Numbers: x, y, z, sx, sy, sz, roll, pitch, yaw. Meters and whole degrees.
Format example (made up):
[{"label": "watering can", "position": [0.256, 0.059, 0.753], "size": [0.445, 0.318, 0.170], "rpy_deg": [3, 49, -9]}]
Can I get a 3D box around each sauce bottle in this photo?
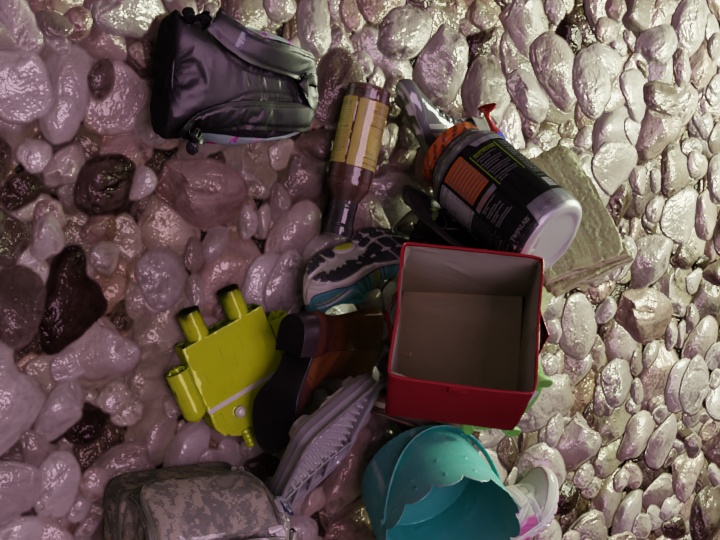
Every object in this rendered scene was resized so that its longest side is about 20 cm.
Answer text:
[{"label": "sauce bottle", "position": [-0.010, -0.144, 1.512], "size": [0.064, 0.064, 0.204], "rpy_deg": [15, 89, -30]}]

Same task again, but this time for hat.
[{"label": "hat", "position": [0.119, -0.025, 1.523], "size": [0.199, 0.201, 0.081], "rpy_deg": [27, 108, -30]}]

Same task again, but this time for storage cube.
[{"label": "storage cube", "position": [0.126, 0.086, 1.412], "size": [0.196, 0.180, 0.174], "rpy_deg": [7, 69, 2]}]

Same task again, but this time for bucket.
[{"label": "bucket", "position": [0.103, 0.319, 1.549], "size": [0.204, 0.135, 0.210], "rpy_deg": [-11, 123, -17]}]

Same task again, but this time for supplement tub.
[{"label": "supplement tub", "position": [0.177, -0.095, 1.470], "size": [0.122, 0.200, 0.124], "rpy_deg": [-31, 148, -22]}]

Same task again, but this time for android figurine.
[{"label": "android figurine", "position": [-0.158, 0.127, 1.466], "size": [0.180, 0.041, 0.203], "rpy_deg": [-27, 106, -26]}]

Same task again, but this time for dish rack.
[{"label": "dish rack", "position": [-0.054, 0.219, 1.461], "size": [0.043, 0.201, 0.171], "rpy_deg": [41, 46, 15]}]

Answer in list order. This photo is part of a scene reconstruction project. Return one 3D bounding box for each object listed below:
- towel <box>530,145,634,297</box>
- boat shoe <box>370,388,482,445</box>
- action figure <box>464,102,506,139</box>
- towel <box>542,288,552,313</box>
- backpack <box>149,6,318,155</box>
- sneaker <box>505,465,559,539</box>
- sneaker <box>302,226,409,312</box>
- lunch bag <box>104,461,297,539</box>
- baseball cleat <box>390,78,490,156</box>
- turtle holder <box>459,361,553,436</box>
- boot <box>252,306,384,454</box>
[{"label": "towel", "position": [0.268, -0.070, 1.559], "size": [0.146, 0.037, 0.202], "rpy_deg": [-19, 69, -20]}, {"label": "boat shoe", "position": [0.090, 0.221, 1.603], "size": [0.200, 0.074, 0.076], "rpy_deg": [17, 92, -31]}, {"label": "action figure", "position": [0.230, -0.139, 1.637], "size": [0.065, 0.099, 0.201], "rpy_deg": [-40, 116, -19]}, {"label": "towel", "position": [0.269, -0.006, 1.636], "size": [0.201, 0.036, 0.150], "rpy_deg": [-58, 160, -33]}, {"label": "backpack", "position": [-0.150, -0.229, 1.385], "size": [0.197, 0.126, 0.170], "rpy_deg": [1, 106, -31]}, {"label": "sneaker", "position": [0.214, 0.359, 1.685], "size": [0.200, 0.081, 0.089], "rpy_deg": [-47, 117, -19]}, {"label": "sneaker", "position": [0.000, 0.000, 1.539], "size": [0.198, 0.077, 0.081], "rpy_deg": [-21, 139, -33]}, {"label": "lunch bag", "position": [-0.196, 0.318, 1.388], "size": [0.197, 0.167, 0.142], "rpy_deg": [-1, 96, -30]}, {"label": "baseball cleat", "position": [0.115, -0.198, 1.556], "size": [0.106, 0.070, 0.201], "rpy_deg": [-33, 133, -3]}, {"label": "turtle holder", "position": [0.157, 0.143, 1.577], "size": [0.182, 0.132, 0.143], "rpy_deg": [-7, 129, -22]}, {"label": "boot", "position": [-0.052, 0.140, 1.503], "size": [0.199, 0.068, 0.192], "rpy_deg": [2, 99, -58]}]
